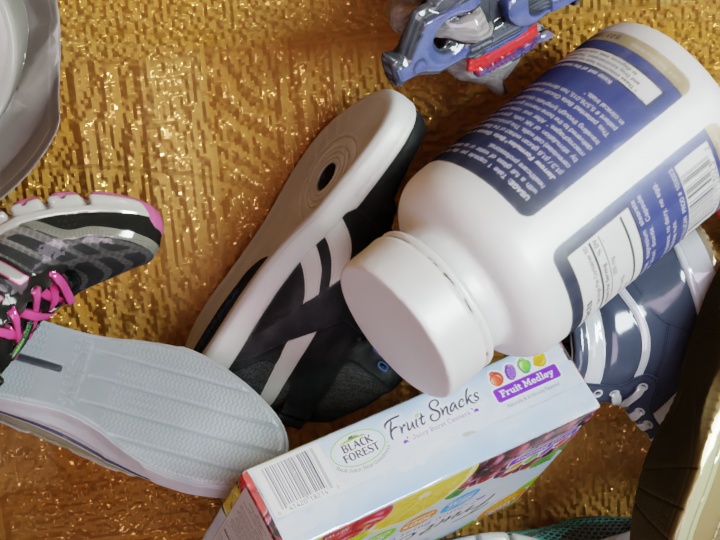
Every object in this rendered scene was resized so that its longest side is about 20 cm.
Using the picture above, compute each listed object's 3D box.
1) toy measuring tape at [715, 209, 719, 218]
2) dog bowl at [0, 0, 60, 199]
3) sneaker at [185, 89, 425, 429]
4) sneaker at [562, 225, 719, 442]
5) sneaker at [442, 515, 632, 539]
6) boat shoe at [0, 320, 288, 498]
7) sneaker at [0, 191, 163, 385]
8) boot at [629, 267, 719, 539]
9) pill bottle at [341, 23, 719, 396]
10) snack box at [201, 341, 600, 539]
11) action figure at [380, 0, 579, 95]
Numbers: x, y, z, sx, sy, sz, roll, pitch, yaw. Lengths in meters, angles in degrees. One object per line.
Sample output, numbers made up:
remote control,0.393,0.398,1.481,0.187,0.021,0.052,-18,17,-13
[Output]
toy measuring tape,0.246,-0.030,1.159,0.074,0.074,0.200,-39,113,10
dog bowl,-0.245,-0.117,1.055,0.199,0.059,0.201,-3,114,-6
sneaker,0.000,0.000,1.143,0.112,0.073,0.200,28,115,-22
sneaker,0.168,0.080,1.197,0.108,0.070,0.201,-19,109,-5
sneaker,0.113,0.181,1.225,0.199,0.091,0.078,-2,91,-9
boat shoe,-0.131,0.072,1.131,0.199,0.062,0.072,21,71,8
sneaker,-0.191,0.025,1.079,0.199,0.088,0.074,-19,159,-6
boot,0.240,0.105,1.143,0.154,0.072,0.201,19,90,-16
pill bottle,0.090,-0.028,1.064,0.200,0.111,0.111,-38,117,-19
snack box,0.015,0.117,1.122,0.199,0.053,0.142,-21,162,-26
action figure,0.070,-0.186,1.072,0.199,0.105,0.194,-23,126,-28
